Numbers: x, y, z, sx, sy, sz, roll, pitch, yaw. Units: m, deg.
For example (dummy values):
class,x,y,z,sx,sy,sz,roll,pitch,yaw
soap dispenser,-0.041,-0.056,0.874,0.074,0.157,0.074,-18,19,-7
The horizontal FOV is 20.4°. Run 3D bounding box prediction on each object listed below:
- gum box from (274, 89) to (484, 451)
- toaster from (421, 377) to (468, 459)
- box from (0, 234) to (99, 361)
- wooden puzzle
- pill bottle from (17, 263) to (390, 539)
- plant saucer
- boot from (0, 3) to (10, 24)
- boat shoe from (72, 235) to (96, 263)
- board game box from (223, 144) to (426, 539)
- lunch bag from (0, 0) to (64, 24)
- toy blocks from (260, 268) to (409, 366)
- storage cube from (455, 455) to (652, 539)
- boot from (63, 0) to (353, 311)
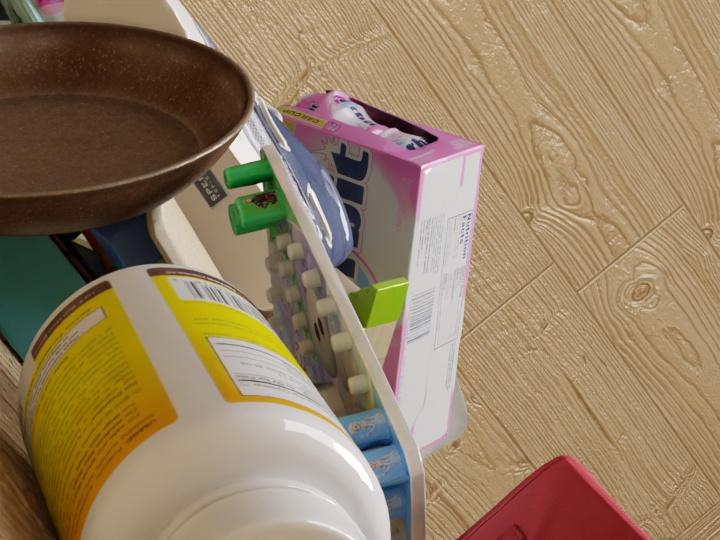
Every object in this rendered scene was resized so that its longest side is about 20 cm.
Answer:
class,x,y,z,sx,sy,sz,roll,pitch,yaw
gum box,0.000,0.000,1.182,0.113,0.201,0.066,21,26,32
toaster,-0.025,0.071,1.523,0.119,0.199,0.182,49,-14,55
box,-0.118,0.061,0.998,0.200,0.049,0.082,52,-2,-6
wooden puzzle,-0.115,-0.003,1.035,0.200,0.046,0.186,42,-15,49
pill bottle,-0.056,0.079,0.716,0.109,0.109,0.200,52,-1,-27
plant saucer,-0.147,-0.063,0.916,0.200,0.199,0.037,-131,-144,-54
boot,-0.305,-0.170,1.231,0.199,0.144,0.073,-2,88,-55
boat shoe,-0.179,-0.017,1.369,0.198,0.066,0.075,27,39,5
board game box,-0.016,0.082,0.854,0.200,0.026,0.201,-116,-163,-45
lunch bag,-0.139,-0.110,1.161,0.201,0.077,0.160,57,0,-21
toy blocks,-0.058,0.058,1.152,0.137,0.100,0.201,40,-52,34
storage cube,0.081,0.202,0.690,0.200,0.171,0.180,52,-1,-14
boot,-0.078,-0.075,1.044,0.201,0.072,0.090,61,23,-2
